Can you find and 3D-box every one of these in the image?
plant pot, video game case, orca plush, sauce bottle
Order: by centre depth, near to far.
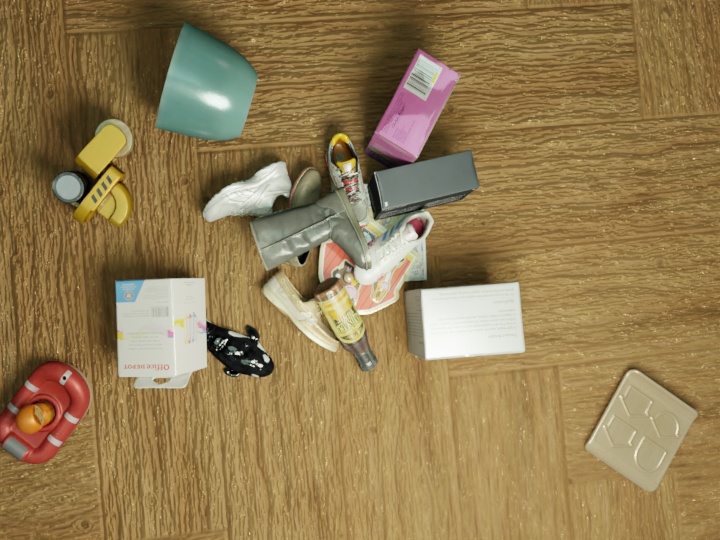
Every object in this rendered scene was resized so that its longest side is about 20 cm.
[{"bbox_3d":[-0.289,-0.345,1.283,0.157,0.200,0.206,17,87,-17],"label":"plant pot"},{"bbox_3d":[-0.257,0.146,1.331,0.105,0.071,0.201,-41,93,-5],"label":"orca plush"},{"bbox_3d":[-0.023,0.111,1.333,0.065,0.066,0.203,-32,112,-6],"label":"sauce bottle"},{"bbox_3d":[0.048,-0.079,1.392,0.176,0.023,0.207,-2,89,-6],"label":"video game case"}]

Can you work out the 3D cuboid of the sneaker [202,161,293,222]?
[{"bbox_3d":[-0.220,-0.137,1.340,0.196,0.078,0.101,-28,95,-5],"label":"sneaker"}]

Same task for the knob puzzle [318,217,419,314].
[{"bbox_3d":[0.000,0.000,1.359,0.212,0.030,0.227,0,89,-6],"label":"knob puzzle"}]

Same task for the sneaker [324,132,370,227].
[{"bbox_3d":[-0.030,-0.179,1.334,0.076,0.082,0.205,-15,77,-9],"label":"sneaker"}]

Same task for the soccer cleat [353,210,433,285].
[{"bbox_3d":[0.066,-0.052,1.315,0.199,0.086,0.070,-42,93,-21],"label":"soccer cleat"}]

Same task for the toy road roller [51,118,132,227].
[{"bbox_3d":[-0.487,-0.177,1.294,0.145,0.123,0.202,40,86,-18],"label":"toy road roller"}]

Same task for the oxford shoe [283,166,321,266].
[{"bbox_3d":[-0.106,-0.105,1.341,0.069,0.074,0.206,9,94,-39],"label":"oxford shoe"}]

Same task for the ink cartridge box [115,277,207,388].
[{"bbox_3d":[-0.378,0.118,1.276,0.125,0.125,0.207,-2,90,16],"label":"ink cartridge box"}]

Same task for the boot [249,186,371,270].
[{"bbox_3d":[-0.093,-0.049,1.266,0.196,0.073,0.185,-24,77,-10],"label":"boot"}]

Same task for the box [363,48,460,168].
[{"bbox_3d":[0.096,-0.304,1.312,0.095,0.200,0.179,28,87,-4],"label":"box"}]

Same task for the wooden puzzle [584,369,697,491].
[{"bbox_3d":[0.598,0.341,1.433,0.183,0.046,0.203,33,90,-4],"label":"wooden puzzle"}]

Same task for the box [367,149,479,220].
[{"bbox_3d":[0.120,-0.166,1.321,0.194,0.141,0.081,-14,90,-7],"label":"box"}]

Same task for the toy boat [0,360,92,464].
[{"bbox_3d":[-0.607,0.271,1.262,0.129,0.131,0.202,36,86,-4],"label":"toy boat"}]

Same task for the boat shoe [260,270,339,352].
[{"bbox_3d":[-0.110,0.081,1.346,0.199,0.074,0.070,42,91,-3],"label":"boat shoe"}]

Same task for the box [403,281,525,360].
[{"bbox_3d":[0.197,0.097,1.316,0.193,0.200,0.135,-4,87,-6],"label":"box"}]
